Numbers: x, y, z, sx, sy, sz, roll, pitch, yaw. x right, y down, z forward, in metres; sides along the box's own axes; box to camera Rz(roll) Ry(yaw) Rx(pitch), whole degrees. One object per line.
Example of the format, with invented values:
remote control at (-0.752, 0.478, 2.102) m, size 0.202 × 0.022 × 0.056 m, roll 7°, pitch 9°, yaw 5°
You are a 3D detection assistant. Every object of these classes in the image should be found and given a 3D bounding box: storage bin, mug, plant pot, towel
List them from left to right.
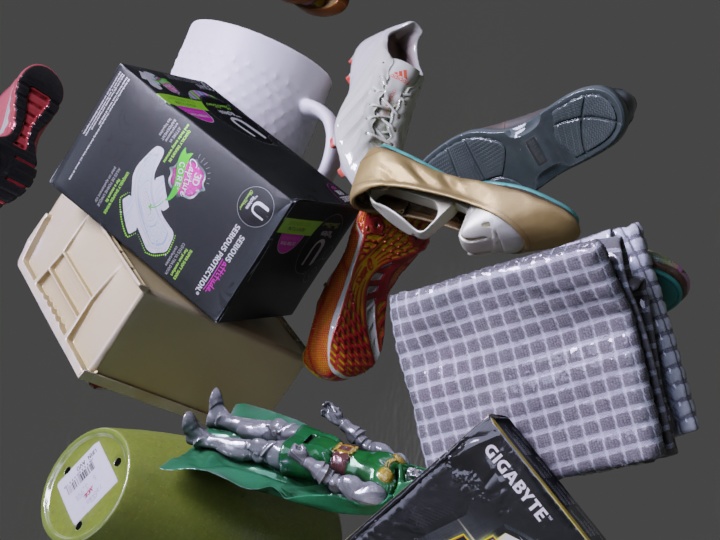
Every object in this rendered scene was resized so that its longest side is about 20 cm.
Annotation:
storage bin at (-0.173, 0.033, 1.304) m, size 0.094 × 0.200 × 0.199 m, roll -55°, pitch 41°, yaw 11°
plant pot at (-0.148, 0.205, 1.172) m, size 0.187 × 0.200 × 0.188 m, roll -23°, pitch 49°, yaw 30°
mug at (-0.105, -0.121, 1.412) m, size 0.200 × 0.148 × 0.176 m, roll 18°, pitch 82°, yaw 29°
towel at (0.125, 0.070, 1.065) m, size 0.200 × 0.085 × 0.166 m, roll -18°, pitch 82°, yaw 31°

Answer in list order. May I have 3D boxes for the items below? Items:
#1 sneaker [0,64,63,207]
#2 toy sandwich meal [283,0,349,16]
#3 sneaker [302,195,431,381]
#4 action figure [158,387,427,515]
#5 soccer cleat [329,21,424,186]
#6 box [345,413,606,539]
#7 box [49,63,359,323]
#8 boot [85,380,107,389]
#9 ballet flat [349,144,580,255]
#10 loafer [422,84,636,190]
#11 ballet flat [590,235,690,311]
sneaker at (-0.421, -0.149, 1.776) m, size 0.087 × 0.074 × 0.201 m, roll -9°, pitch 52°, yaw 54°
toy sandwich meal at (-0.014, -0.354, 1.544) m, size 0.205 × 0.070 × 0.206 m, roll -23°, pitch 45°, yaw 25°
sneaker at (0.000, 0.000, 1.282) m, size 0.077 × 0.073 × 0.200 m, roll -8°, pitch 51°, yaw 57°
action figure at (-0.032, 0.137, 1.098) m, size 0.199 × 0.055 × 0.118 m, roll 13°, pitch 28°, yaw 20°
soccer cleat at (0.020, -0.151, 1.359) m, size 0.078 × 0.069 × 0.200 m, roll -33°, pitch 37°, yaw 36°
box at (0.095, 0.223, 0.997) m, size 0.160 × 0.049 × 0.200 m, roll -43°, pitch 69°, yaw 13°
box at (-0.128, -0.065, 1.266) m, size 0.200 × 0.148 × 0.124 m, roll 39°, pitch 105°, yaw 18°
boot at (-0.224, 0.006, 1.477) m, size 0.204 × 0.073 × 0.154 m, roll -45°, pitch 44°, yaw 16°
ballet flat at (0.080, -0.044, 1.211) m, size 0.200 × 0.069 × 0.063 m, roll 20°, pitch 64°, yaw 28°
loafer at (0.140, -0.098, 1.241) m, size 0.200 × 0.063 × 0.072 m, roll -21°, pitch 92°, yaw 32°
ballet flat at (0.159, 0.012, 1.141) m, size 0.200 × 0.069 × 0.071 m, roll -19°, pitch 26°, yaw 32°
